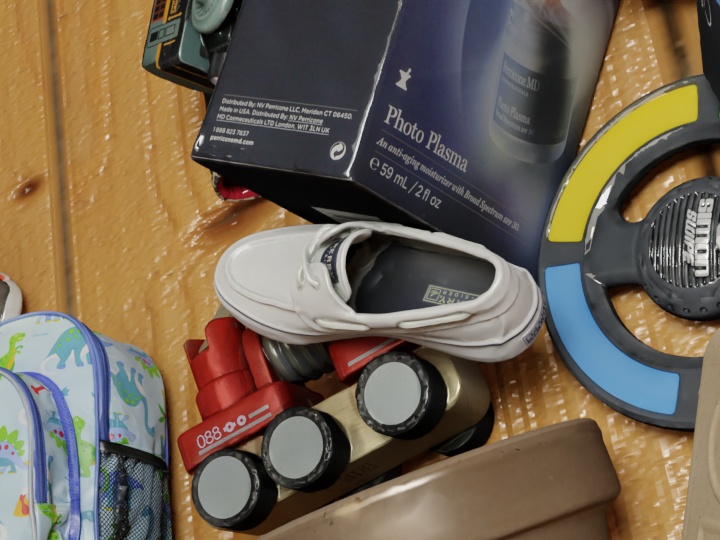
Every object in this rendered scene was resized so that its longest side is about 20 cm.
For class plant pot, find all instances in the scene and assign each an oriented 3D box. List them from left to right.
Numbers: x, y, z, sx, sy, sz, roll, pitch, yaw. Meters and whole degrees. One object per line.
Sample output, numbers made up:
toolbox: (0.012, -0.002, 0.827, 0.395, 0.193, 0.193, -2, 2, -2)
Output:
plant pot: (0.055, 0.190, 0.821, 0.200, 0.200, 0.175, -26, 77, 26)

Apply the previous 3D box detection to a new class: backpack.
backpack: (-0.215, 0.130, 1.047, 0.182, 0.147, 0.201, -15, 63, 28)

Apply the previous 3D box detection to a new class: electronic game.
electronic game: (0.185, -0.012, 0.877, 0.199, 0.042, 0.201, -13, 66, 31)

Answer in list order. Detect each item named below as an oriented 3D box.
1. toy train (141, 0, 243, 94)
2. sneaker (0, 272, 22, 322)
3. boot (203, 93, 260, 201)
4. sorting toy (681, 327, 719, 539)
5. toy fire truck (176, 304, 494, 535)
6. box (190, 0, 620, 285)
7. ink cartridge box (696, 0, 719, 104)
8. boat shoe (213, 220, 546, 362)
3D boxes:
toy train: (-0.078, -0.203, 1.022, 0.114, 0.085, 0.201, -8, 71, 53)
sneaker: (-0.337, 0.020, 1.213, 0.199, 0.082, 0.077, 12, 81, 37)
boot: (-0.037, -0.145, 1.063, 0.200, 0.073, 0.151, -25, 59, 31)
sorting toy: (0.196, 0.120, 0.744, 0.185, 0.036, 0.201, 173, 110, -77)
toy fire truck: (-0.029, 0.042, 0.975, 0.176, 0.129, 0.201, -30, 66, 18)
box: (0.035, -0.117, 0.921, 0.123, 0.200, 0.199, 10, 80, 38)
ink cartridge box: (0.188, -0.147, 0.751, 0.043, 0.199, 0.200, -10, 27, 2)
boat shoe: (0.000, 0.000, 0.871, 0.199, 0.065, 0.074, 3, 65, 28)
